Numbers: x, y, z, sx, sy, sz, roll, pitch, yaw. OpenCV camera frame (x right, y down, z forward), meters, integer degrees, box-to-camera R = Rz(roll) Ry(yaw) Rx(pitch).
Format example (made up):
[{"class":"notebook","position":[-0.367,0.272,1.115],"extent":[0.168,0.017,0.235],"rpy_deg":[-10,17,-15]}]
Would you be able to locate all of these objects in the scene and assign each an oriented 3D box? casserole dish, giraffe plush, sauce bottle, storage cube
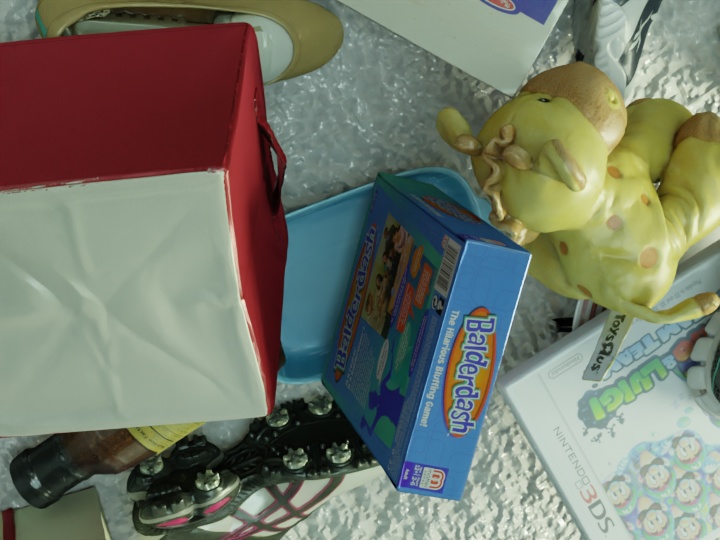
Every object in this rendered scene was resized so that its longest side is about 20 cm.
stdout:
[{"class":"casserole dish","position":[0.000,0.000,1.104],"extent":[0.200,0.039,0.121],"rpy_deg":[-20,108,-7]},{"class":"giraffe plush","position":[0.132,-0.057,1.003],"extent":[0.162,0.172,0.200],"rpy_deg":[43,50,-34]},{"class":"sauce bottle","position":[-0.144,0.089,1.063],"extent":[0.200,0.066,0.066],"rpy_deg":[-32,110,15]},{"class":"storage cube","position":[-0.144,-0.025,0.947],"extent":[0.200,0.180,0.171],"rpy_deg":[-5,123,3]}]

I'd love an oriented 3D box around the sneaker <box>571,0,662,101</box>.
[{"class":"sneaker","position":[0.215,-0.207,1.080],"extent":[0.129,0.079,0.199],"rpy_deg":[2,94,-6]}]

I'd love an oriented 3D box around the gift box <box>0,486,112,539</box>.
[{"class":"gift box","position":[-0.209,0.275,1.046],"extent":[0.184,0.187,0.200],"rpy_deg":[-21,107,-7]}]

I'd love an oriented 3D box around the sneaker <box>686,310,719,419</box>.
[{"class":"sneaker","position":[0.274,0.009,1.030],"extent":[0.077,0.091,0.200],"rpy_deg":[6,99,-15]}]

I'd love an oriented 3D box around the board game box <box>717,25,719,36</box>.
[{"class":"board game box","position":[0.349,-0.151,1.064],"extent":[0.147,0.200,0.064],"rpy_deg":[-22,109,-7]}]

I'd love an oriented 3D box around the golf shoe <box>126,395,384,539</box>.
[{"class":"golf shoe","position":[-0.060,0.148,1.120],"extent":[0.200,0.077,0.088],"rpy_deg":[-14,127,-7]}]

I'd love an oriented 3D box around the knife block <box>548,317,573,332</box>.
[{"class":"knife block","position":[0.234,0.081,1.169],"extent":[0.176,0.064,0.200],"rpy_deg":[-46,110,2]}]

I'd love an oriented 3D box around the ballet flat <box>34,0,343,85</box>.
[{"class":"ballet flat","position":[-0.106,-0.142,1.025],"extent":[0.200,0.063,0.069],"rpy_deg":[3,125,-13]}]

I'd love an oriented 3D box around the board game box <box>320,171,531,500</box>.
[{"class":"board game box","position":[0.035,0.033,0.996],"extent":[0.045,0.200,0.152],"rpy_deg":[12,102,-17]}]

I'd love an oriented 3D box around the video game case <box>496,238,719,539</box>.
[{"class":"video game case","position":[0.218,0.098,1.097],"extent":[0.200,0.024,0.182],"rpy_deg":[-32,106,-5]}]

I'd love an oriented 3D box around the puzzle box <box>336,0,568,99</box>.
[{"class":"puzzle box","position":[0.044,-0.214,1.031],"extent":[0.200,0.025,0.133],"rpy_deg":[30,96,2]}]

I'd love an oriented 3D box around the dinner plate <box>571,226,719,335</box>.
[{"class":"dinner plate","position":[0.238,0.040,1.113],"extent":[0.200,0.024,0.200],"rpy_deg":[-3,102,-13]}]
